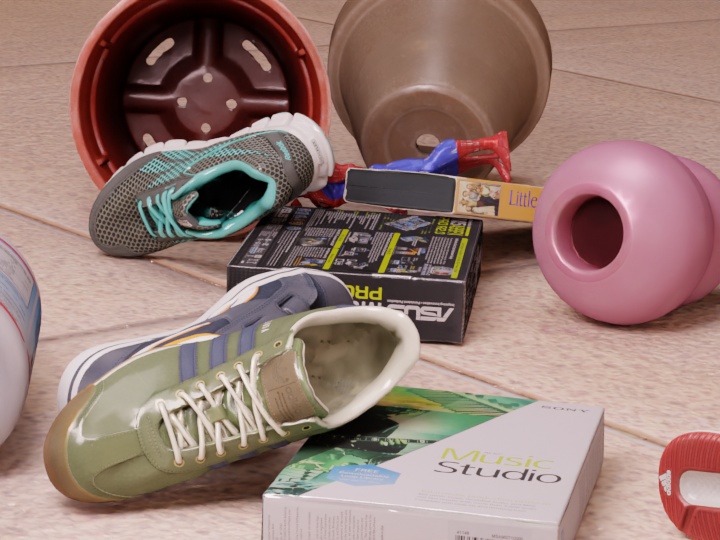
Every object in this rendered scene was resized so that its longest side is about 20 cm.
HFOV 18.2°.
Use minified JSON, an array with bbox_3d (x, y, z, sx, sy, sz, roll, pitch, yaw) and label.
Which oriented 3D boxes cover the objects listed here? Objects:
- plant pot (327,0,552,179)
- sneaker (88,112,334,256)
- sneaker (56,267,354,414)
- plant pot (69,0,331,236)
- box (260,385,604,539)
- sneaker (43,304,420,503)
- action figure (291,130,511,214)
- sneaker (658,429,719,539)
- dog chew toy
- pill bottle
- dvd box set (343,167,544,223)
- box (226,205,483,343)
[{"bbox_3d":[0.062,-0.147,1.924,0.199,0.201,0.175,4,30,5],"label":"plant pot"},{"bbox_3d":[-0.119,-0.053,1.591,0.199,0.078,0.091,-21,14,27],"label":"sneaker"},{"bbox_3d":[-0.064,0.055,1.234,0.199,0.079,0.079,-23,22,-38],"label":"sneaker"},{"bbox_3d":[-0.125,-0.133,1.800,0.200,0.202,0.195,2,5,-2],"label":"plant pot"},{"bbox_3d":[0.043,0.104,1.137,0.144,0.037,0.200,5,12,11],"label":"box"},{"bbox_3d":[-0.057,0.060,1.127,0.199,0.067,0.090,-20,3,-31],"label":"sneaker"},{"bbox_3d":[0.022,-0.071,1.814,0.199,0.052,0.065,-7,-13,2],"label":"action figure"},{"bbox_3d":[0.256,0.104,1.096,0.199,0.079,0.115,15,19,38],"label":"sneaker"},{"bbox_3d":[0.205,-0.027,1.554,0.124,0.125,0.200,12,8,34],"label":"dog chew toy"},{"bbox_3d":[-0.230,0.032,1.225,0.108,0.109,0.200,1,13,-5],"label":"pill bottle"},{"bbox_3d":[0.108,-0.053,1.714,0.199,0.030,0.146,5,2,-34],"label":"dvd box set"},{"bbox_3d":[0.000,0.000,1.547,0.159,0.045,0.200,4,14,5],"label":"box"}]
